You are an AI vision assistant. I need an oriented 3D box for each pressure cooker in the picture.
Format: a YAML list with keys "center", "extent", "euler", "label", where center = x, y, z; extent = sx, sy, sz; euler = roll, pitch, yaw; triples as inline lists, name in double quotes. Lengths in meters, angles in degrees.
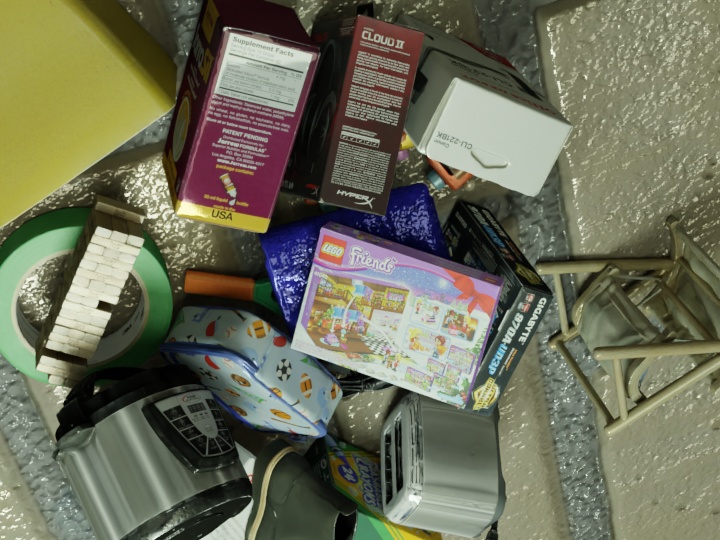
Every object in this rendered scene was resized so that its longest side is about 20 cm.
- center: [-0.227, 0.193, 1.302]
  extent: [0.177, 0.202, 0.176]
  euler: [-25, 163, -16]
  label: "pressure cooker"

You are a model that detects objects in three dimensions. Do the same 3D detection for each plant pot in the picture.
- center: [-0.302, -0.190, 1.151]
  extent: [0.199, 0.200, 0.177]
  euler: [-33, 110, 4]
  label: "plant pot"

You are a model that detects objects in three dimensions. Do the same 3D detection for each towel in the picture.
- center: [0.000, 0.000, 1.341]
  extent: [0.197, 0.050, 0.149]
  euler: [-18, 112, 7]
  label: "towel"

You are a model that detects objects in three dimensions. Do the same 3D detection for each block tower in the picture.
- center: [-0.285, 0.025, 1.289]
  extent: [0.053, 0.058, 0.202]
  euler: [17, 112, -24]
  label: "block tower"

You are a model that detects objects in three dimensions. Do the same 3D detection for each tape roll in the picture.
- center: [-0.306, 0.031, 1.347]
  extent: [0.197, 0.048, 0.203]
  euler: [-7, 120, -12]
  label: "tape roll"

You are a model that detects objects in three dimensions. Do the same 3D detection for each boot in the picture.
- center: [-0.063, 0.310, 1.413]
  extent: [0.077, 0.138, 0.202]
  euler: [-31, 136, -34]
  label: "boot"

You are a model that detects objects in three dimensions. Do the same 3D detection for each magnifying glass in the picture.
- center: [-0.099, 0.025, 1.389]
  extent: [0.197, 0.022, 0.081]
  euler: [7, 111, -4]
  label: "magnifying glass"

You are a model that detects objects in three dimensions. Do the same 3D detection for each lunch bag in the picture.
- center: [-0.123, 0.119, 1.385]
  extent: [0.200, 0.159, 0.076]
  euler: [49, 55, -39]
  label: "lunch bag"

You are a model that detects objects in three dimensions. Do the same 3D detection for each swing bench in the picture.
- center: [0.337, 0.061, 1.455]
  extent: [0.197, 0.200, 0.131]
  euler: [-18, 122, -4]
  label: "swing bench"

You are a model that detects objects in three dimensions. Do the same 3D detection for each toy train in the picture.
- center: [0.037, -0.100, 1.359]
  extent: [0.199, 0.056, 0.151]
  euler: [-35, 116, 6]
  label: "toy train"

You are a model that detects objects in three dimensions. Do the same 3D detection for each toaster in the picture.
- center: [0.098, 0.238, 1.495]
  extent: [0.127, 0.202, 0.114]
  euler: [10, 146, -16]
  label: "toaster"

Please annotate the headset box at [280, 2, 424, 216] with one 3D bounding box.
- center: [-0.010, -0.165, 1.234]
  extent: [0.076, 0.149, 0.203]
  euler: [10, 95, -21]
  label: "headset box"

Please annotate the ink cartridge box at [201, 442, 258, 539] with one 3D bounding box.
- center: [-0.190, 0.304, 1.444]
  extent: [0.200, 0.084, 0.147]
  euler: [-48, 143, -17]
  label: "ink cartridge box"

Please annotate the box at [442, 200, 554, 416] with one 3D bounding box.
- center: [0.126, 0.038, 1.381]
  extent: [0.045, 0.201, 0.160]
  euler: [15, 114, -26]
  label: "box"

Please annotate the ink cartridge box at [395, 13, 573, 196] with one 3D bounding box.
- center: [0.108, -0.171, 1.260]
  extent: [0.143, 0.201, 0.084]
  euler: [18, 113, -24]
  label: "ink cartridge box"

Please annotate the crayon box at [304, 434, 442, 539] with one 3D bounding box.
- center: [0.029, 0.296, 1.540]
  extent: [0.199, 0.126, 0.052]
  euler: [29, 115, -28]
  label: "crayon box"

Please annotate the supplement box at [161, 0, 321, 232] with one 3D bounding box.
- center: [-0.125, -0.160, 1.242]
  extent: [0.102, 0.131, 0.202]
  euler: [10, 114, -20]
  label: "supplement box"

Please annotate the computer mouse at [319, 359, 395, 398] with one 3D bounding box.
- center: [0.001, 0.072, 1.453]
  extent: [0.136, 0.053, 0.203]
  euler: [-11, 121, -9]
  label: "computer mouse"

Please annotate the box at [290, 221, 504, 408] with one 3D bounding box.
- center: [0.038, 0.045, 1.290]
  extent: [0.197, 0.039, 0.139]
  euler: [19, 106, 9]
  label: "box"
